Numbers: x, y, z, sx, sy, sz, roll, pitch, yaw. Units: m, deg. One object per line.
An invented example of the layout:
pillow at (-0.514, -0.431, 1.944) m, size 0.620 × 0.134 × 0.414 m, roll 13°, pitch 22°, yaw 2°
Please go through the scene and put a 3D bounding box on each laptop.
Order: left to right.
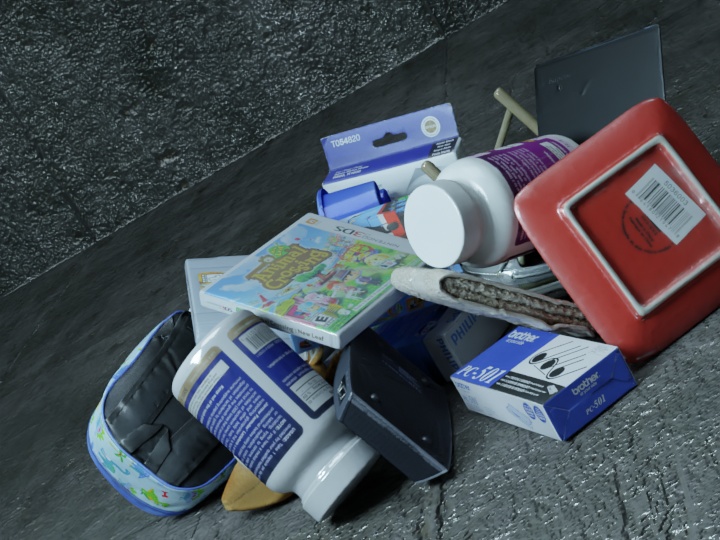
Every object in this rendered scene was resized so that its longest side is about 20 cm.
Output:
laptop at (0.289, -0.131, 1.647) m, size 0.186 × 0.200 × 0.117 m, roll -11°, pitch 45°, yaw 53°

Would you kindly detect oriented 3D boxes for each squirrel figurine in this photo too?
squirrel figurine at (-0.052, 0.152, 1.684) m, size 0.198 × 0.143 × 0.187 m, roll -11°, pitch 11°, yaw 20°

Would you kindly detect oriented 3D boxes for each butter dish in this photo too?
butter dish at (0.265, -0.028, 1.522) m, size 0.199 × 0.201 × 0.148 m, roll -35°, pitch -8°, yaw -12°

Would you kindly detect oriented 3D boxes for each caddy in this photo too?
caddy at (0.004, -0.014, 1.929) m, size 0.104 × 0.202 × 0.141 m, roll -21°, pitch -10°, yaw 9°

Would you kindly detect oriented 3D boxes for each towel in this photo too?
towel at (0.138, 0.033, 1.560) m, size 0.132 × 0.198 × 0.035 m, roll -176°, pitch 100°, yaw -68°

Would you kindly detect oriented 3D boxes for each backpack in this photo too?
backpack at (-0.214, 0.178, 1.791) m, size 0.200 × 0.183 × 0.147 m, roll -49°, pitch -1°, yaw -41°

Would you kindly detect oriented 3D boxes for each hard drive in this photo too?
hard drive at (0.030, 0.130, 1.535) m, size 0.042 × 0.135 × 0.200 m, roll -48°, pitch 11°, yaw 15°

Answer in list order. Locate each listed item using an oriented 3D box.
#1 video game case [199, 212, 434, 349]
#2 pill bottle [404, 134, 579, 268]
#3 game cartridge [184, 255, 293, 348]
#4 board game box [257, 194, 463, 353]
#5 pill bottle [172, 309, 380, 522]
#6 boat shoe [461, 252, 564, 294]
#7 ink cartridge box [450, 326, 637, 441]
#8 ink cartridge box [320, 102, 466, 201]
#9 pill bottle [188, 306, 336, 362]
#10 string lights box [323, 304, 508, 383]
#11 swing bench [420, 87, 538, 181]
video game case at (-0.039, 0.006, 1.633) m, size 0.180 × 0.022 × 0.200 m, roll 15°, pitch 35°, yaw 31°
pill bottle at (0.141, -0.066, 1.568) m, size 0.199 × 0.114 × 0.112 m, roll -18°, pitch 2°, yaw -41°
game cartridge at (-0.130, 0.034, 1.781) m, size 0.131 × 0.042 × 0.200 m, roll -7°, pitch 26°, yaw -8°
board game box at (0.000, 0.000, 1.710) m, size 0.198 × 0.037 × 0.152 m, roll -21°, pitch 42°, yaw -4°
pill bottle at (-0.080, 0.144, 1.528) m, size 0.116 × 0.200 × 0.116 m, roll -45°, pitch -11°, yaw -11°
boat shoe at (0.200, -0.014, 1.671) m, size 0.200 × 0.065 × 0.075 m, roll -4°, pitch 31°, yaw 23°
ink cartridge box at (0.170, 0.105, 1.487) m, size 0.094 × 0.045 × 0.200 m, roll -35°, pitch 14°, yaw -16°
ink cartridge box at (0.053, -0.094, 2.003) m, size 0.198 × 0.202 × 0.041 m, roll -13°, pitch 9°, yaw 26°
pill bottle at (-0.110, 0.084, 1.870) m, size 0.198 × 0.115 × 0.114 m, roll 7°, pitch 36°, yaw 33°
string lights box at (0.057, 0.087, 1.748) m, size 0.199 × 0.059 × 0.103 m, roll -18°, pitch 20°, yaw 43°
swing bench at (0.188, -0.081, 1.832) m, size 0.199 × 0.199 × 0.131 m, roll -44°, pitch -23°, yaw -43°
